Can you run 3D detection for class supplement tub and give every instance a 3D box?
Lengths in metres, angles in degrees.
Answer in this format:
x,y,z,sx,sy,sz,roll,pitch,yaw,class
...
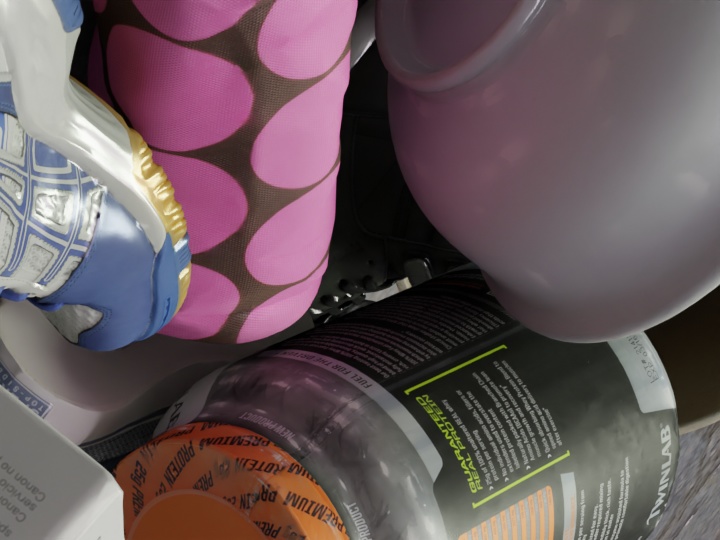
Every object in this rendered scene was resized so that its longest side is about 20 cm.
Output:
x,y,z,sx,sy,sz,roll,pitch,yaw,class
0.009,0.074,0.938,0.200,0.123,0.123,-21,144,-51,supplement tub

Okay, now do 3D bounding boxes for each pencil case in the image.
x,y,z,sx,sy,sz,roll,pitch,yaw,class
-0.046,-0.064,0.826,0.091,0.094,0.200,-2,146,-10,pencil case

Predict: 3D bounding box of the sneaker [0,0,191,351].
x,y,z,sx,sy,sz,roll,pitch,yaw,class
-0.108,-0.026,0.733,0.088,0.075,0.200,-50,149,-17,sneaker

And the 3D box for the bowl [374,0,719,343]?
x,y,z,sx,sy,sz,roll,pitch,yaw,class
0.068,-0.085,0.897,0.090,0.201,0.201,25,104,-31,bowl

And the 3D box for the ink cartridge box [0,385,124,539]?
x,y,z,sx,sy,sz,roll,pitch,yaw,class
-0.174,0.093,0.668,0.200,0.147,0.083,-47,164,-22,ink cartridge box

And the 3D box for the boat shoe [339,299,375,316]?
x,y,z,sx,sy,sz,roll,pitch,yaw,class
0.012,0.084,1.196,0.200,0.073,0.063,-105,-162,-57,boat shoe

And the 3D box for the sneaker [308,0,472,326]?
x,y,z,sx,sy,sz,roll,pitch,yaw,class
0.000,0.000,1.062,0.200,0.099,0.071,-58,166,19,sneaker

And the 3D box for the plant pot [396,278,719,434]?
x,y,z,sx,sy,sz,roll,pitch,yaw,class
0.116,-0.038,1.220,0.187,0.187,0.200,-58,178,12,plant pot

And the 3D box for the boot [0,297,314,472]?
x,y,z,sx,sy,sz,roll,pitch,yaw,class
-0.094,0.042,0.962,0.090,0.073,0.200,-46,165,23,boot
